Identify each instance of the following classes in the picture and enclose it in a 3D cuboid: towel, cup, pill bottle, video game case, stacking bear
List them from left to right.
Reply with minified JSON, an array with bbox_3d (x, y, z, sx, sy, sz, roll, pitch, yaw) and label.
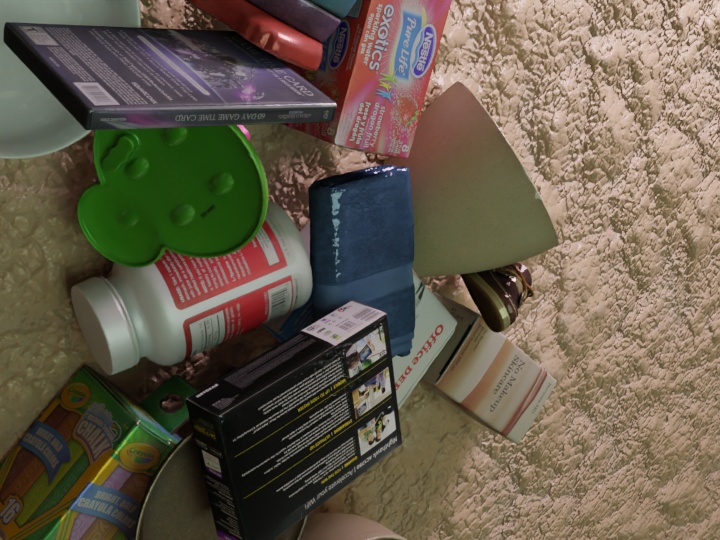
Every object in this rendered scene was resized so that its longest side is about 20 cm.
[{"bbox_3d":[-0.135,-0.143,0.714,0.199,0.143,0.019,-8,128,-40],"label":"video game case"},{"bbox_3d":[-0.153,0.017,0.898,0.199,0.112,0.113,-24,122,-27],"label":"pill bottle"},{"bbox_3d":[-0.036,-0.276,0.793,0.114,0.121,0.201,10,113,-57],"label":"stacking bear"},{"bbox_3d":[0.000,0.000,0.951,0.111,0.048,0.201,-16,116,-31],"label":"towel"},{"bbox_3d":[0.094,-0.075,1.032,0.143,0.201,0.201,-31,130,3],"label":"cup"}]

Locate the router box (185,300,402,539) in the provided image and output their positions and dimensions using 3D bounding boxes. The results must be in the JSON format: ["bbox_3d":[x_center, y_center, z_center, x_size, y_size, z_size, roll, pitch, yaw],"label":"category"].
[{"bbox_3d":[-0.051,0.137,0.881,0.200,0.051,0.150,-29,123,-37],"label":"router box"}]

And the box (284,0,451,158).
[{"bbox_3d":[0.007,-0.212,0.891,0.095,0.100,0.201,6,105,-41],"label":"box"}]

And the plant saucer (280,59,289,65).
[{"bbox_3d":[-0.001,-0.242,0.964,0.199,0.037,0.201,-17,118,-33],"label":"plant saucer"}]

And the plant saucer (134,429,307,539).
[{"bbox_3d":[-0.127,0.216,0.890,0.200,0.037,0.202,-16,113,-42],"label":"plant saucer"}]

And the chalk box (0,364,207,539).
[{"bbox_3d":[-0.226,0.180,0.904,0.200,0.124,0.124,-53,132,-10],"label":"chalk box"}]

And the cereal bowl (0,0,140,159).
[{"bbox_3d":[-0.270,-0.189,0.730,0.199,0.083,0.201,-19,120,-35],"label":"cereal bowl"}]

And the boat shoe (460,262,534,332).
[{"bbox_3d":[0.156,0.013,1.100,0.072,0.200,0.072,-27,97,4],"label":"boat shoe"}]

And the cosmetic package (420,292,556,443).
[{"bbox_3d":[0.143,0.123,1.208,0.200,0.087,0.104,36,84,-43],"label":"cosmetic package"}]

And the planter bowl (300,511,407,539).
[{"bbox_3d":[-0.043,0.359,1.125,0.199,0.135,0.201,-17,120,-33],"label":"planter bowl"}]

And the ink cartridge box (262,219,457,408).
[{"bbox_3d":[-0.006,0.049,1.053,0.145,0.084,0.200,-52,131,-10],"label":"ink cartridge box"}]

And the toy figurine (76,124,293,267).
[{"bbox_3d":[-0.131,-0.111,0.845,0.150,0.200,0.184,46,38,-14],"label":"toy figurine"}]

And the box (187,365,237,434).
[{"bbox_3d":[-0.138,0.220,1.019,0.201,0.039,0.137,-59,136,-23],"label":"box"}]
